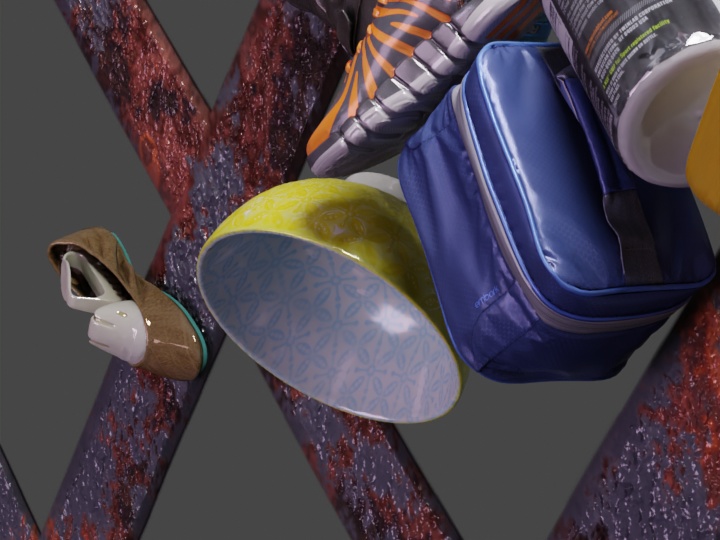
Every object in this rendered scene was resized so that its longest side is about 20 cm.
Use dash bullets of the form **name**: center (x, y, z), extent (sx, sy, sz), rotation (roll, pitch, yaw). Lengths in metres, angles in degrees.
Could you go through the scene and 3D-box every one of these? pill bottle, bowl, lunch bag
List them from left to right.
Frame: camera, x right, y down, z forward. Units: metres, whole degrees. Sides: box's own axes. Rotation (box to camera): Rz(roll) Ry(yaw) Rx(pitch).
- **bowl**: center (0.000, 0.000, 1.793), extent (0.200, 0.200, 0.108), rotation (-26, 29, 55)
- **lunch bag**: center (0.119, -0.046, 1.597), extent (0.132, 0.135, 0.201), rotation (-47, 54, 48)
- **pill bottle**: center (0.164, -0.149, 1.528), extent (0.201, 0.105, 0.107), rotation (-111, 35, -45)

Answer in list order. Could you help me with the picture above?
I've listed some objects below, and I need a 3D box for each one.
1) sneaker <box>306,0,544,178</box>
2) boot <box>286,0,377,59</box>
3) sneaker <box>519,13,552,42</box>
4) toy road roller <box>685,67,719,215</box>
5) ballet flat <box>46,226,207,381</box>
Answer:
- **sneaker**: center (0.023, -0.152, 1.652), extent (0.200, 0.077, 0.112), rotation (-42, 71, 23)
- **boot**: center (0.005, -0.234, 1.829), extent (0.174, 0.069, 0.201), rotation (39, 129, 42)
- **sneaker**: center (0.067, -0.192, 1.715), extent (0.131, 0.079, 0.201), rotation (53, 126, 37)
- **toy road roller**: center (0.273, -0.091, 1.374), extent (0.146, 0.122, 0.201), rotation (43, 128, 32)
- **ballet flat**: center (-0.198, 0.028, 2.153), extent (0.200, 0.072, 0.068), rotation (49, 132, 42)
